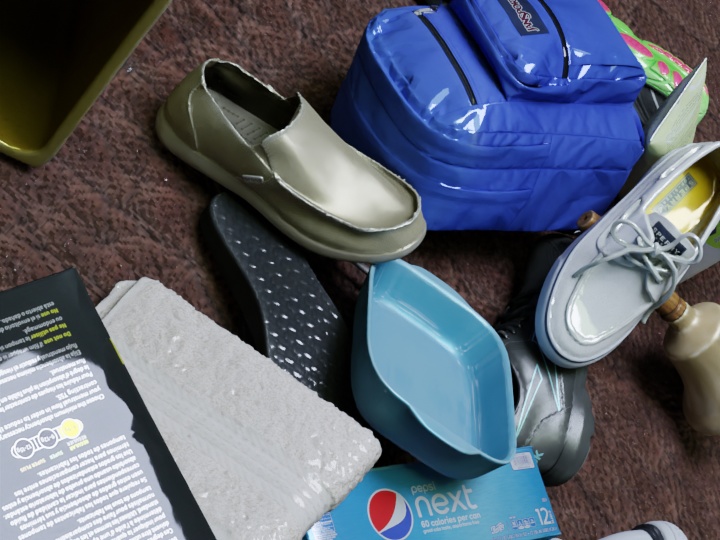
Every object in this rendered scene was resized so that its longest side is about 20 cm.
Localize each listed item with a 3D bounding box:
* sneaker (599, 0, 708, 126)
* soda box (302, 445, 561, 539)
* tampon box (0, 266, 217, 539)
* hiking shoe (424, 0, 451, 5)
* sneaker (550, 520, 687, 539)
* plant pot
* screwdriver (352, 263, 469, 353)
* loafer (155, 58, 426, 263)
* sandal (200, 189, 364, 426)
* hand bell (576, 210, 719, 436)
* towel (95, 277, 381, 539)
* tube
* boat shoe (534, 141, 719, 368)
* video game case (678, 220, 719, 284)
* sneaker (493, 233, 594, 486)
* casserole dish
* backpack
[{"bbox_3d":[0.192,-0.172,1.292,0.200,0.084,0.077,41,31,12],"label":"sneaker"},{"bbox_3d":[0.028,0.161,0.987,0.200,0.068,0.064,-2,65,-37],"label":"soda box"},{"bbox_3d":[-0.179,0.129,0.795,0.126,0.150,0.200,-21,80,-41],"label":"tampon box"},{"bbox_3d":[0.013,-0.270,1.213,0.200,0.074,0.087,18,55,-28],"label":"hiking shoe"},{"bbox_3d":[0.171,0.269,1.034,0.115,0.075,0.201,2,75,-22],"label":"sneaker"},{"bbox_3d":[-0.220,-0.225,0.947,0.194,0.195,0.200,27,43,-22],"label":"plant pot"},{"bbox_3d":[0.000,0.000,1.090,0.200,0.029,0.028,35,50,-11],"label":"screwdriver"},{"bbox_3d":[-0.044,-0.074,1.031,0.200,0.068,0.076,27,48,3],"label":"loafer"},{"bbox_3d":[-0.052,0.037,1.020,0.075,0.048,0.201,-1,54,-36],"label":"sandal"},{"bbox_3d":[0.229,0.023,1.166,0.200,0.104,0.104,44,47,-23],"label":"hand bell"},{"bbox_3d":[-0.098,0.087,0.908,0.200,0.035,0.133,32,46,16],"label":"towel"},{"bbox_3d":[0.233,-0.097,1.205,0.052,0.200,0.058,-7,75,2],"label":"tube"},{"bbox_3d":[0.203,-0.015,1.079,0.075,0.086,0.202,46,72,-5],"label":"boat shoe"},{"bbox_3d":[0.306,-0.060,1.241,0.045,0.181,0.200,54,47,-1],"label":"video game case"},{"bbox_3d":[0.126,0.052,1.118,0.079,0.075,0.200,21,54,-22],"label":"sneaker"},{"bbox_3d":[0.042,0.065,1.007,0.121,0.039,0.200,35,24,-16],"label":"casserole dish"},{"bbox_3d":[0.086,-0.125,1.118,0.200,0.168,0.163,-6,46,-29],"label":"backpack"}]
